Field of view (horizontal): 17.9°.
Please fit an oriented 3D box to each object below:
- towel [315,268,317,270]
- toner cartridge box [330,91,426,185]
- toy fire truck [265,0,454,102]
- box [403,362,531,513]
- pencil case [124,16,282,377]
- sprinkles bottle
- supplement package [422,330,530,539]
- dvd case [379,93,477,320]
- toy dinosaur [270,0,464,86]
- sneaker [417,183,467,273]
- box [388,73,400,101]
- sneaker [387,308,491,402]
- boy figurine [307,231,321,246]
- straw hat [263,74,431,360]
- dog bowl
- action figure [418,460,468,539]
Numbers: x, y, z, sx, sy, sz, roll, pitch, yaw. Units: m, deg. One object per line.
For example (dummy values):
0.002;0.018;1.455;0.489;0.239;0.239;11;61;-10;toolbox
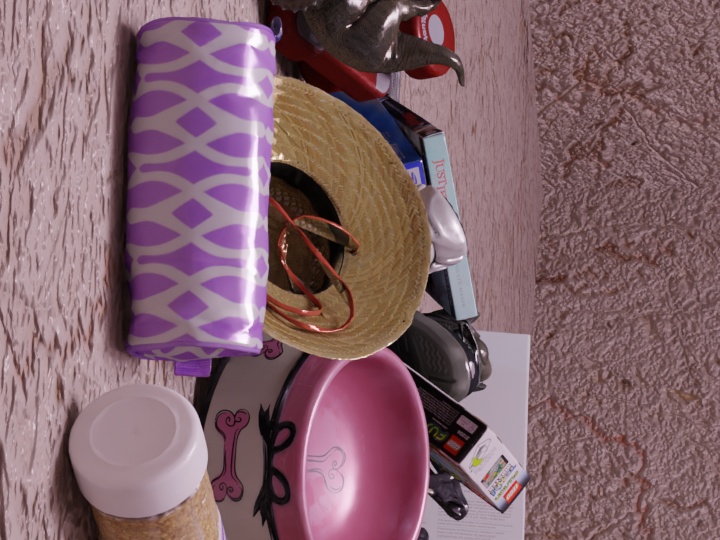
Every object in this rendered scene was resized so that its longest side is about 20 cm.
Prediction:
-0.038;0.027;1.789;0.145;0.022;0.200;-58;146;-74;towel
0.010;-0.075;1.781;0.200;0.043;0.095;-120;-161;-62;toner cartridge box
-0.009;-0.233;1.738;0.168;0.112;0.200;34;56;-54;toy fire truck
0.025;0.089;1.632;0.035;0.200;0.110;-50;149;-7;box
-0.091;-0.045;1.274;0.085;0.084;0.200;151;-57;-73;pencil case
-0.104;0.146;1.217;0.200;0.068;0.068;81;12;-48;sprinkles bottle
0.055;0.165;1.904;0.151;0.152;0.200;99;-5;-66;supplement package
0.047;-0.053;1.790;0.200;0.022;0.146;-135;-147;-72;dvd case
-0.005;-0.192;1.643;0.102;0.077;0.200;-49;123;-12;toy dinosaur
0.000;0.000;1.656;0.075;0.081;0.200;57;-28;6;sneaker
0.003;-0.215;1.963;0.158;0.048;0.200;60;31;-72;box
0.065;0.063;1.760;0.199;0.114;0.076;175;-93;-69;sneaker
-0.036;-0.043;1.587;0.124;0.064;0.200;-50;-176;12;boy figurine
-0.056;-0.017;1.437;0.085;0.201;0.201;-41;-148;45;straw hat
-0.024;0.129;1.491;0.200;0.074;0.200;3;87;-59;dog bowl
-0.022;0.158;1.652;0.200;0.102;0.119;22;96;-41;action figure
